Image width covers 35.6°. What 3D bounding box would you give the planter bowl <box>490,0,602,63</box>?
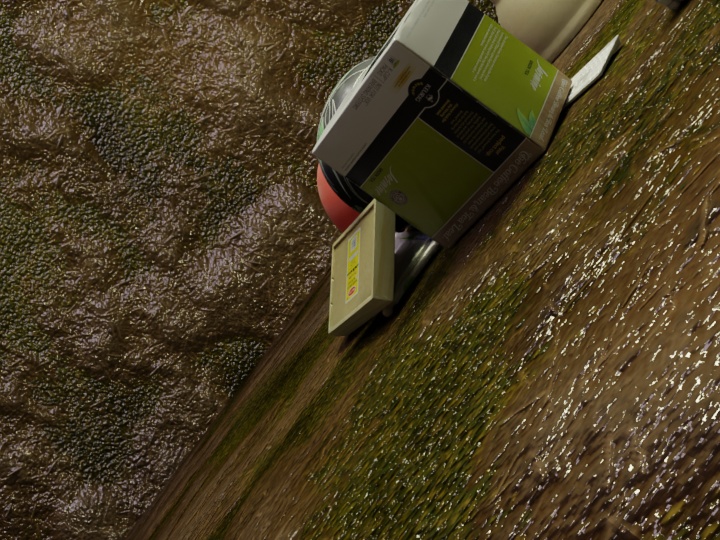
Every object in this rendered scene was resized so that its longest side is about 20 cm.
[{"bbox_3d":[0.278,-0.417,1.686,0.201,0.134,0.200,-52,3,4],"label":"planter bowl"}]

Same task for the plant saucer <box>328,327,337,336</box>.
[{"bbox_3d":[0.026,0.013,1.593,0.201,0.032,0.200,-53,5,6],"label":"plant saucer"}]

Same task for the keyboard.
[{"bbox_3d":[0.225,-0.191,1.232,0.057,0.011,0.200,-55,4,-23],"label":"keyboard"}]

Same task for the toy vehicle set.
[{"bbox_3d":[0.000,0.000,1.404,0.200,0.026,0.126,138,136,-68],"label":"toy vehicle set"}]

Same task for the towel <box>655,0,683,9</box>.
[{"bbox_3d":[0.315,-0.347,1.013,0.166,0.085,0.201,-50,5,45],"label":"towel"}]

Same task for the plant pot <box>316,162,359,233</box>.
[{"bbox_3d":[0.058,-0.156,1.690,0.177,0.200,0.201,-32,19,54],"label":"plant pot"}]

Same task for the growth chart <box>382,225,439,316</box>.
[{"bbox_3d":[0.048,-0.015,1.436,0.145,0.018,0.200,-52,15,-5],"label":"growth chart"}]

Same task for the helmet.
[{"bbox_3d":[0.037,-0.170,1.430,0.200,0.191,0.200,-45,6,6],"label":"helmet"}]

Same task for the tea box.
[{"bbox_3d":[0.088,-0.167,1.229,0.200,0.196,0.134,-46,11,48],"label":"tea box"}]
